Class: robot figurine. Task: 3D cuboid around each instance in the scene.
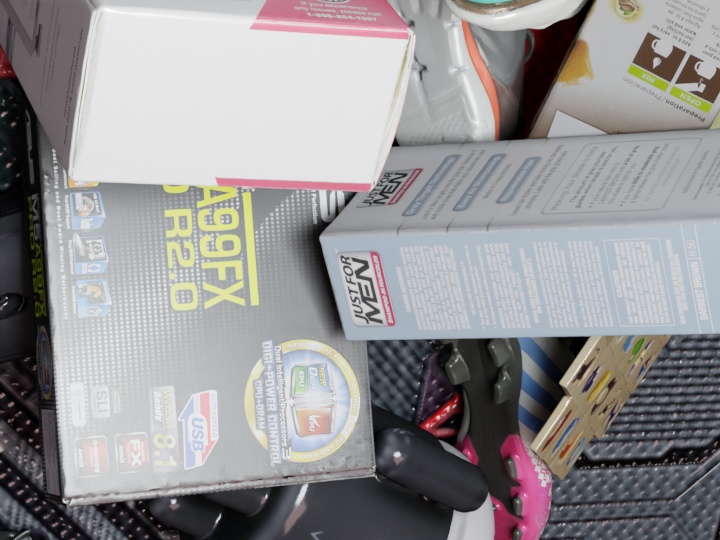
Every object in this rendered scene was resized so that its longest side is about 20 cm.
[{"bbox_3d":[-0.019,0.129,1.213,0.200,0.150,0.125,28,90,-32],"label":"robot figurine"}]

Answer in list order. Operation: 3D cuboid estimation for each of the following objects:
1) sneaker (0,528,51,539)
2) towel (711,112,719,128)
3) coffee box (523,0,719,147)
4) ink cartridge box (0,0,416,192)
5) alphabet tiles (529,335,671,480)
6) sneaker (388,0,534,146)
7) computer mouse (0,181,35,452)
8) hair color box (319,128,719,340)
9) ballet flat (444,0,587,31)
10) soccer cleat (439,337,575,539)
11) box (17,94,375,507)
[{"bbox_3d":[-0.179,0.193,1.213,0.088,0.076,0.200,-50,124,0],"label":"sneaker"},{"bbox_3d":[0.224,-0.097,1.253,0.199,0.036,0.149,-21,123,-13],"label":"towel"},{"bbox_3d":[0.137,-0.087,1.130,0.080,0.114,0.200,27,125,3],"label":"coffee box"},{"bbox_3d":[-0.082,-0.119,1.008,0.146,0.200,0.083,1,120,-24],"label":"ink cartridge box"},{"bbox_3d":[0.147,0.037,1.210,0.167,0.006,0.200,-55,164,-4],"label":"alphabet tiles"},{"bbox_3d":[0.051,-0.149,1.142,0.082,0.077,0.201,-28,124,-46],"label":"sneaker"},{"bbox_3d":[-0.158,0.005,1.131,0.200,0.053,0.139,-34,124,-3],"label":"computer mouse"},{"bbox_3d":[0.093,-0.017,1.059,0.199,0.099,0.061,-1,118,25],"label":"hair color box"},{"bbox_3d":[0.101,-0.164,1.096,0.200,0.069,0.070,-56,136,-38],"label":"ballet flat"},{"bbox_3d":[0.094,0.080,1.273,0.086,0.070,0.201,-38,140,-34],"label":"soccer cleat"},{"bbox_3d":[-0.080,0.008,1.090,0.160,0.044,0.201,-3,89,-20],"label":"box"}]
